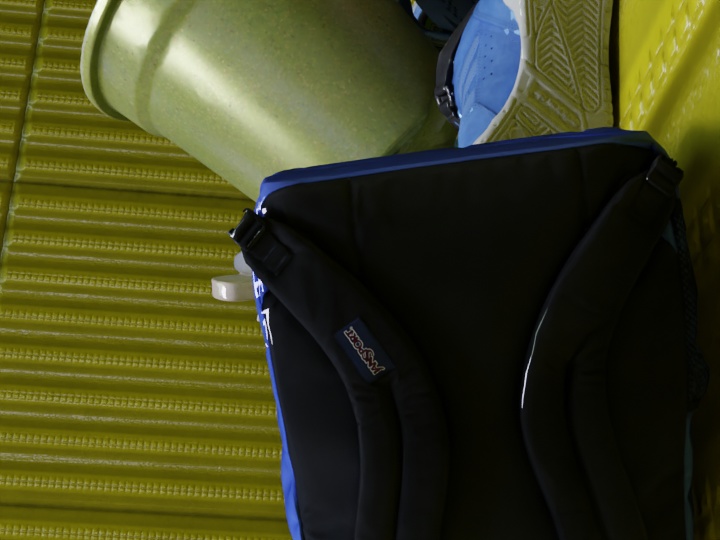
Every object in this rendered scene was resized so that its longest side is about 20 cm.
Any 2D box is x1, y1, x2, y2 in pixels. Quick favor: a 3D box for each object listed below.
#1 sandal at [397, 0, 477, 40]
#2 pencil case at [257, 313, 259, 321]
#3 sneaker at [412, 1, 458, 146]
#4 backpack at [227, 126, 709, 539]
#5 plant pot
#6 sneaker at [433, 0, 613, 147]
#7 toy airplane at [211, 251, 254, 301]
[{"bbox_3d":[0.072,-0.181,0.814,0.200,0.085,0.081,-145,61,-83],"label":"sandal"},{"bbox_3d":[-0.028,0.083,0.958,0.201,0.088,0.079,-110,21,-63],"label":"pencil case"},{"bbox_3d":[0.057,-0.139,1.007,0.089,0.077,0.204,112,162,-83],"label":"sneaker"},{"bbox_3d":[0.051,0.053,0.488,0.168,0.160,0.204,-58,-40,-81],"label":"backpack"},{"bbox_3d":[-0.035,-0.115,0.763,0.200,0.184,0.201,-44,-13,-13],"label":"plant pot"},{"bbox_3d":[0.080,-0.073,0.649,0.111,0.075,0.203,131,147,-73],"label":"sneaker"},{"bbox_3d":[0.000,0.000,0.879,0.201,0.196,0.143,-89,15,-68],"label":"toy airplane"}]
